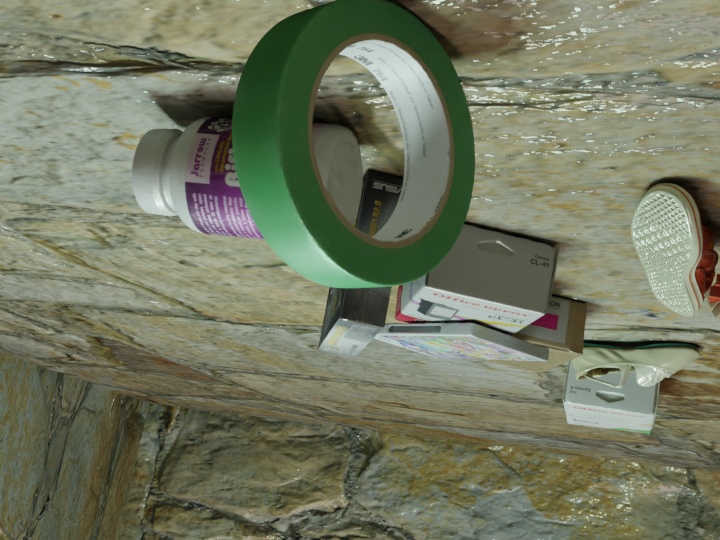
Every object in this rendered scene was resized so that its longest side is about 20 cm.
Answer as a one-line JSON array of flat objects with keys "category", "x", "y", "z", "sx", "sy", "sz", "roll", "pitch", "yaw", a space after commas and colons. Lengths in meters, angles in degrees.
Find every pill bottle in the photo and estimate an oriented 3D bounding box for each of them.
[{"category": "pill bottle", "x": -0.107, "y": -0.087, "z": 1.007, "sx": 0.200, "sy": 0.112, "sz": 0.112, "roll": 5, "pitch": 164, "yaw": 18}]

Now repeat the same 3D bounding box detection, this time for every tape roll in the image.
[{"category": "tape roll", "x": 0.002, "y": -0.088, "z": 0.754, "sx": 0.048, "sy": 0.201, "sz": 0.200, "roll": -4, "pitch": 159, "yaw": 43}]

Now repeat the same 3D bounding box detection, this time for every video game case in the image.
[{"category": "video game case", "x": 0.119, "y": 0.091, "z": 1.371, "sx": 0.143, "sy": 0.018, "sz": 0.200, "roll": 19, "pitch": 166, "yaw": -38}]

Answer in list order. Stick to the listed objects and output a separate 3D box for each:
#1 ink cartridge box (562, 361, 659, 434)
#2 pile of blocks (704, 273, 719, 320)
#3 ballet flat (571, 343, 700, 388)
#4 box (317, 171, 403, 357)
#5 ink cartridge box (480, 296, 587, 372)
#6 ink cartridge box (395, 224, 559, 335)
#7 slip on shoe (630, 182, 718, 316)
[{"category": "ink cartridge box", "x": 0.412, "y": 0.206, "z": 1.764, "sx": 0.145, "sy": 0.088, "sz": 0.200, "roll": 6, "pitch": 166, "yaw": 15}, {"category": "pile of blocks", "x": 0.388, "y": -0.016, "z": 0.992, "sx": 0.062, "sy": 0.082, "sz": 0.200, "roll": 21, "pitch": 148, "yaw": -24}, {"category": "ballet flat", "x": 0.401, "y": 0.142, "z": 1.579, "sx": 0.200, "sy": 0.070, "sz": 0.069, "roll": -3, "pitch": 160, "yaw": 41}, {"category": "box", "x": 0.000, "y": 0.000, "z": 1.162, "sx": 0.048, "sy": 0.159, "sz": 0.200, "roll": 12, "pitch": 166, "yaw": -6}, {"category": "ink cartridge box", "x": 0.187, "y": 0.075, "z": 1.465, "sx": 0.200, "sy": 0.075, "sz": 0.165, "roll": 13, "pitch": 163, "yaw": -7}, {"category": "ink cartridge box", "x": 0.131, "y": 0.018, "z": 1.276, "sx": 0.147, "sy": 0.086, "sz": 0.200, "roll": 13, "pitch": 167, "yaw": -4}, {"category": "slip on shoe", "x": 0.311, "y": -0.028, "z": 1.044, "sx": 0.074, "sy": 0.061, "sz": 0.200, "roll": 30, "pitch": 164, "yaw": 35}]
